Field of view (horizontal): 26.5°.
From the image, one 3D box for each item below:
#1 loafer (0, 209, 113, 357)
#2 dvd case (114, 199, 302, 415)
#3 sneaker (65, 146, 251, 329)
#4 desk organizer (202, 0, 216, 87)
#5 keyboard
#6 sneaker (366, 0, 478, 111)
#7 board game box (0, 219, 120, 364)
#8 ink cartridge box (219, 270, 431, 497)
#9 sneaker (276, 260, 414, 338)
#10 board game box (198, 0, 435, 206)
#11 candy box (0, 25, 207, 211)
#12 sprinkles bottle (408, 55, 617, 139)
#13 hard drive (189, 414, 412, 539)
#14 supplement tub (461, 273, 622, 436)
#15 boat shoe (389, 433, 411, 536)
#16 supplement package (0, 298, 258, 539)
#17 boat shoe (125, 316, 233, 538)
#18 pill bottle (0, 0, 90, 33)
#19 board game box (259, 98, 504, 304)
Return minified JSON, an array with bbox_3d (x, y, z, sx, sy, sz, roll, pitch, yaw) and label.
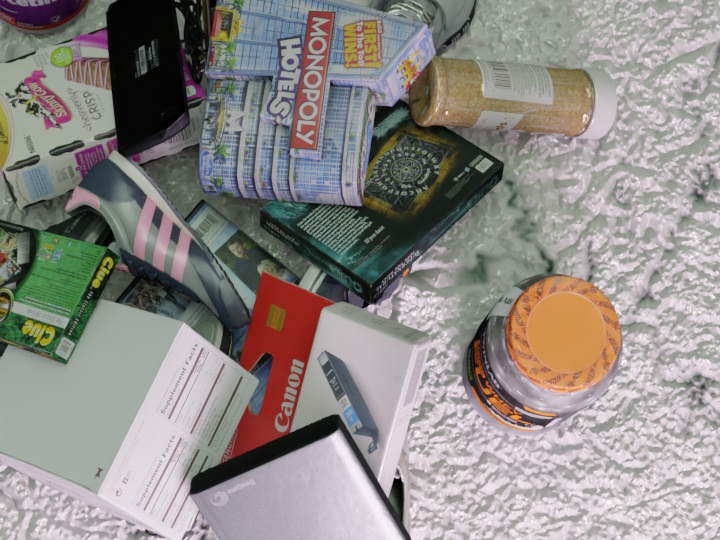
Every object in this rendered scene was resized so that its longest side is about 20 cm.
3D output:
[{"bbox_3d":[-0.284,-0.011,1.411,0.070,0.068,0.202,34,79,-3],"label":"loafer"},{"bbox_3d":[-0.118,0.048,1.437,0.199,0.018,0.143,39,77,4],"label":"dvd case"},{"bbox_3d":[-0.182,-0.012,1.369,0.082,0.070,0.200,-40,82,-8],"label":"sneaker"},{"bbox_3d":[-0.117,-0.242,1.479,0.071,0.077,0.203,-4,76,-6],"label":"desk organizer"},{"bbox_3d":[-0.178,-0.188,1.397,0.103,0.040,0.202,-25,51,17],"label":"keyboard"},{"bbox_3d":[0.058,-0.246,1.475,0.075,0.115,0.200,38,76,5],"label":"sneaker"},{"bbox_3d":[-0.301,0.013,1.350,0.199,0.023,0.106,14,70,43],"label":"board game box"},{"bbox_3d":[-0.045,0.124,1.338,0.175,0.045,0.202,20,105,21],"label":"ink cartridge box"},{"bbox_3d":[0.000,0.000,1.417,0.079,0.079,0.201,32,64,5],"label":"sneaker"},{"bbox_3d":[-0.038,-0.165,1.368,0.197,0.062,0.203,4,74,12],"label":"board game box"},{"bbox_3d":[-0.251,-0.154,1.429,0.198,0.061,0.137,-22,54,-10],"label":"candy box"},{"bbox_3d":[0.146,-0.166,1.458,0.198,0.068,0.069,2,75,-24],"label":"sprinkles bottle"},{"bbox_3d":[-0.036,0.226,1.281,0.138,0.033,0.201,-24,116,10],"label":"hard drive"},{"bbox_3d":[0.162,0.075,1.361,0.121,0.200,0.124,1,75,-4],"label":"supplement tub"},{"bbox_3d":[0.012,0.183,1.390,0.071,0.066,0.203,-1,76,-5],"label":"boat shoe"},{"bbox_3d":[-0.216,0.117,1.311,0.199,0.111,0.157,13,70,41],"label":"supplement package"},{"bbox_3d":[-0.153,0.143,1.383,0.060,0.075,0.202,25,84,-32],"label":"boat shoe"},{"bbox_3d":[-0.309,-0.306,1.414,0.111,0.200,0.114,1,75,-4],"label":"pill bottle"},{"bbox_3d":[0.021,-0.070,1.405,0.135,0.028,0.200,34,56,22],"label":"board game box"}]
